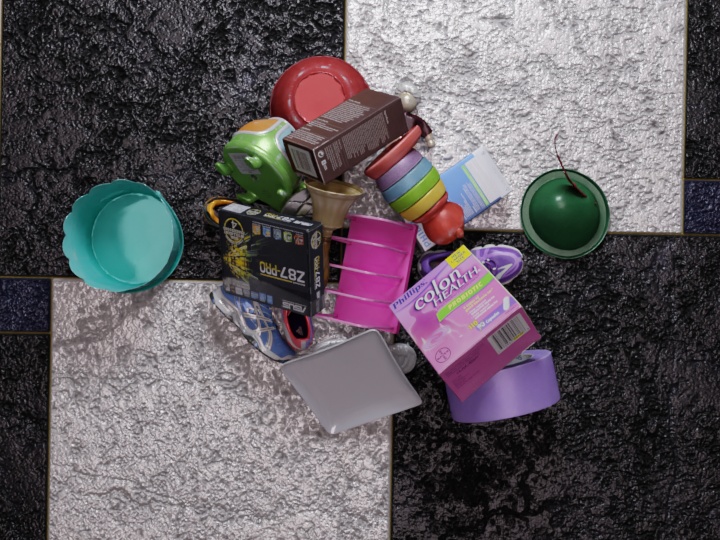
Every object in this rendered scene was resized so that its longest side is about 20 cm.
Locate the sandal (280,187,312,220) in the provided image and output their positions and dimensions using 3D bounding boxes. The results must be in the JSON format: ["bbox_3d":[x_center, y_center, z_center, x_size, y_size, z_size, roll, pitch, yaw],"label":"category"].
[{"bbox_3d":[-0.120,-0.071,1.594,0.079,0.057,0.202,35,109,-7],"label":"sandal"}]

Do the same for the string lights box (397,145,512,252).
[{"bbox_3d":[0.172,-0.132,1.658,0.199,0.059,0.103,-34,90,0],"label":"string lights box"}]

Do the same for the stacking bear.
[{"bbox_3d":[0.109,-0.134,1.577,0.200,0.121,0.114,49,58,-9],"label":"stacking bear"}]

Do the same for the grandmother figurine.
[{"bbox_3d":[0.081,-0.250,1.659,0.120,0.061,0.202,5,93,-9],"label":"grandmother figurine"}]

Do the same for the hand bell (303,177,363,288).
[{"bbox_3d":[-0.062,-0.049,1.531,0.103,0.104,0.202,10,108,-1],"label":"hand bell"}]

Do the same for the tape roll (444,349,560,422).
[{"bbox_3d":[0.252,0.205,1.590,0.198,0.200,0.086,-12,91,-1],"label":"tape roll"}]

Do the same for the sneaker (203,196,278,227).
[{"bbox_3d":[-0.198,-0.091,1.646,0.198,0.077,0.079,9,89,-2],"label":"sneaker"}]

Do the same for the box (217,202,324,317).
[{"bbox_3d":[-0.155,-0.021,1.539,0.198,0.049,0.163,15,119,29],"label":"box"}]

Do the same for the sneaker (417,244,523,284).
[{"bbox_3d":[0.206,-0.004,1.647,0.198,0.083,0.082,-5,91,-2],"label":"sneaker"}]

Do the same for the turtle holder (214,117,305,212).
[{"bbox_3d":[-0.153,-0.189,1.593,0.185,0.141,0.132,38,61,-14],"label":"turtle holder"}]

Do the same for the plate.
[{"bbox_3d":[-0.015,0.199,1.615,0.198,0.032,0.200,-22,123,17],"label":"plate"}]

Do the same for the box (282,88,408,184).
[{"bbox_3d":[-0.025,-0.235,1.533,0.199,0.100,0.075,-36,127,-23],"label":"box"}]

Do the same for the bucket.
[{"bbox_3d":[-0.423,-0.059,1.614,0.205,0.135,0.210,0,90,0],"label":"bucket"}]

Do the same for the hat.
[{"bbox_3d":[0.378,-0.114,1.601,0.199,0.176,0.167,31,90,-1],"label":"hat"}]

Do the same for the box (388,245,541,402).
[{"bbox_3d":[0.176,0.087,1.524,0.175,0.200,0.097,-39,130,2],"label":"box"}]

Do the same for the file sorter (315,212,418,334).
[{"bbox_3d":[0.000,0.000,1.599,0.138,0.125,0.202,11,90,30],"label":"file sorter"}]

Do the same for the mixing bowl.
[{"bbox_3d":[-0.073,-0.305,1.632,0.198,0.108,0.203,0,91,-1],"label":"mixing bowl"}]

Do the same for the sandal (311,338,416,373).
[{"bbox_3d":[0.004,0.166,1.666,0.200,0.050,0.083,6,105,-13],"label":"sandal"}]

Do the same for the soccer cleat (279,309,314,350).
[{"bbox_3d":[-0.129,0.049,1.634,0.066,0.076,0.202,-13,79,-13],"label":"soccer cleat"}]

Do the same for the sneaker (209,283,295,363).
[{"bbox_3d":[-0.188,0.093,1.647,0.077,0.076,0.200,-44,95,-2],"label":"sneaker"}]
